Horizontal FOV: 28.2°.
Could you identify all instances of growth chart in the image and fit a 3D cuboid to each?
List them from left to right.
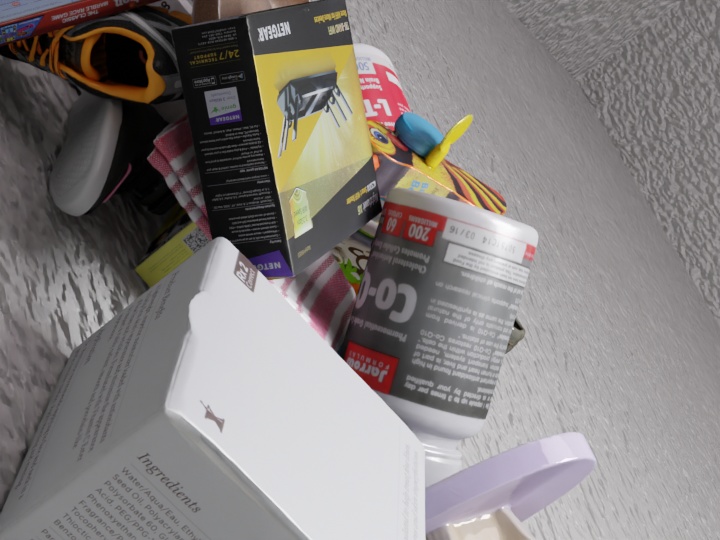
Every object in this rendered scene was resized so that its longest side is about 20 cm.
[{"bbox_3d":[0.000,0.000,1.165,0.144,0.018,0.200,26,-23,8],"label":"growth chart"}]

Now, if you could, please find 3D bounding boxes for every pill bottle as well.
[{"bbox_3d":[0.004,-0.089,1.254,0.112,0.112,0.201,26,39,-55],"label":"pill bottle"},{"bbox_3d":[0.046,0.052,1.018,0.113,0.201,0.114,17,0,0],"label":"pill bottle"}]

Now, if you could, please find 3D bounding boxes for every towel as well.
[{"bbox_3d":[-0.068,-0.029,1.020,0.200,0.030,0.146,54,17,-10],"label":"towel"}]

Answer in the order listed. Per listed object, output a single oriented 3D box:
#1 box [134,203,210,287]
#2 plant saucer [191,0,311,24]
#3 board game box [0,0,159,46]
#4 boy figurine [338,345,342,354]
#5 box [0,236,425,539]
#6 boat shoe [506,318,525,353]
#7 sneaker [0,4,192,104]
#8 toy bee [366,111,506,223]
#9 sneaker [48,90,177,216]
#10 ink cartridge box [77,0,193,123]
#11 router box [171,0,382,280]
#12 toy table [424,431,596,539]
[{"bbox_3d":[-0.111,-0.041,1.103,0.050,0.075,0.200,49,19,-13],"label":"box"},{"bbox_3d":[-0.072,-0.147,1.015,0.200,0.034,0.201,-8,90,-72],"label":"plant saucer"},{"bbox_3d":[-0.216,-0.197,0.972,0.199,0.019,0.103,-23,50,-30],"label":"board game box"},{"bbox_3d":[0.018,0.122,1.141,0.124,0.064,0.200,45,16,-31],"label":"boy figurine"},{"bbox_3d":[-0.071,0.122,0.803,0.200,0.131,0.199,47,19,-18],"label":"box"},{"bbox_3d":[0.081,-0.007,1.319,0.202,0.060,0.072,61,19,16],"label":"boat shoe"},{"bbox_3d":[-0.197,-0.163,0.997,0.199,0.079,0.077,15,26,14],"label":"sneaker"},{"bbox_3d":[0.022,-0.074,1.125,0.199,0.131,0.109,16,27,-1],"label":"toy bee"},{"bbox_3d":[-0.163,-0.075,1.036,0.099,0.071,0.200,40,17,-22],"label":"sneaker"},{"bbox_3d":[-0.168,-0.175,1.141,0.200,0.116,0.067,49,19,-10],"label":"ink cartridge box"},{"bbox_3d":[-0.048,-0.091,0.934,0.200,0.052,0.158,-41,123,-68],"label":"router box"},{"bbox_3d":[0.076,0.201,0.910,0.184,0.200,0.117,17,44,-56],"label":"toy table"}]
